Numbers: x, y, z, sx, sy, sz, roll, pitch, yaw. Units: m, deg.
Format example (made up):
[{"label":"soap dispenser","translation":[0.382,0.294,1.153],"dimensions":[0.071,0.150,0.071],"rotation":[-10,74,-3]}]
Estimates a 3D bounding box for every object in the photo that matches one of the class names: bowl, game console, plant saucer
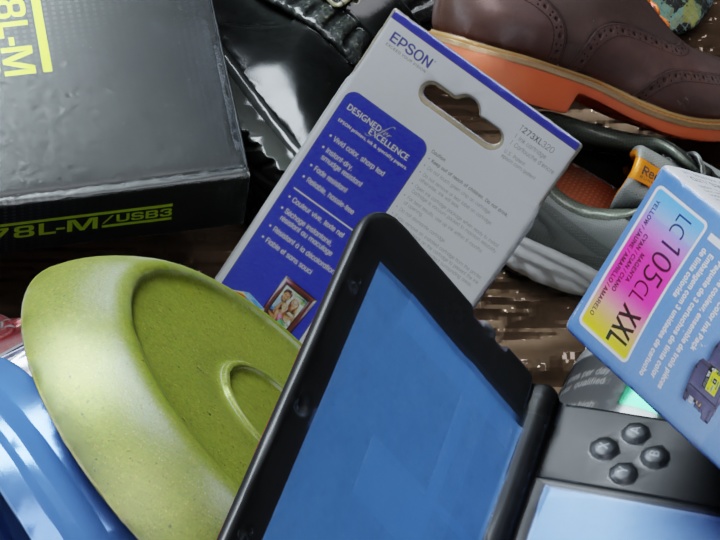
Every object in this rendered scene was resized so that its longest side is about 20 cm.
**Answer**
[{"label":"bowl","translation":[-0.107,0.122,0.914],"dimensions":[0.039,0.201,0.201],"rotation":[-29,67,-19]},{"label":"game console","translation":[0.060,0.094,0.847],"dimensions":[0.171,0.119,0.200],"rotation":[8,49,18]},{"label":"plant saucer","translation":[-0.039,0.063,0.908],"dimensions":[0.031,0.200,0.200],"rotation":[-43,66,18]}]

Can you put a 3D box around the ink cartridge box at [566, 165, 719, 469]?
[{"label":"ink cartridge box","translation":[0.187,0.052,0.851],"dimensions":[0.136,0.077,0.200],"rotation":[11,23,-43]}]

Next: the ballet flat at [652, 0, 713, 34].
[{"label":"ballet flat","translation":[0.132,-0.210,1.191],"dimensions":[0.074,0.074,0.201],"rotation":[-7,62,-8]}]

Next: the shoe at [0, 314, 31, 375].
[{"label":"shoe","translation":[-0.173,0.036,1.032],"dimensions":[0.199,0.072,0.091],"rotation":[-28,65,-18]}]

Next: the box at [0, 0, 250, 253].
[{"label":"box","translation":[-0.158,-0.101,1.039],"dimensions":[0.192,0.048,0.201],"rotation":[-8,62,-9]}]

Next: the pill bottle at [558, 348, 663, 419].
[{"label":"pill bottle","translation":[0.119,0.096,0.994],"dimensions":[0.113,0.113,0.201],"rotation":[24,62,9]}]

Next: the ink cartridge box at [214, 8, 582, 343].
[{"label":"ink cartridge box","translation":[0.000,0.000,1.008],"dimensions":[0.095,0.037,0.200],"rotation":[36,109,5]}]

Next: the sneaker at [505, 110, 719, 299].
[{"label":"sneaker","translation":[0.147,-0.013,1.077],"dimensions":[0.199,0.079,0.074],"rotation":[19,60,5]}]

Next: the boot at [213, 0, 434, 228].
[{"label":"boot","translation":[0.007,-0.085,1.106],"dimensions":[0.157,0.080,0.211],"rotation":[-27,66,-17]}]

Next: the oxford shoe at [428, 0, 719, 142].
[{"label":"oxford shoe","translation":[0.117,-0.101,1.084],"dimensions":[0.199,0.073,0.071],"rotation":[8,9,-38]}]
